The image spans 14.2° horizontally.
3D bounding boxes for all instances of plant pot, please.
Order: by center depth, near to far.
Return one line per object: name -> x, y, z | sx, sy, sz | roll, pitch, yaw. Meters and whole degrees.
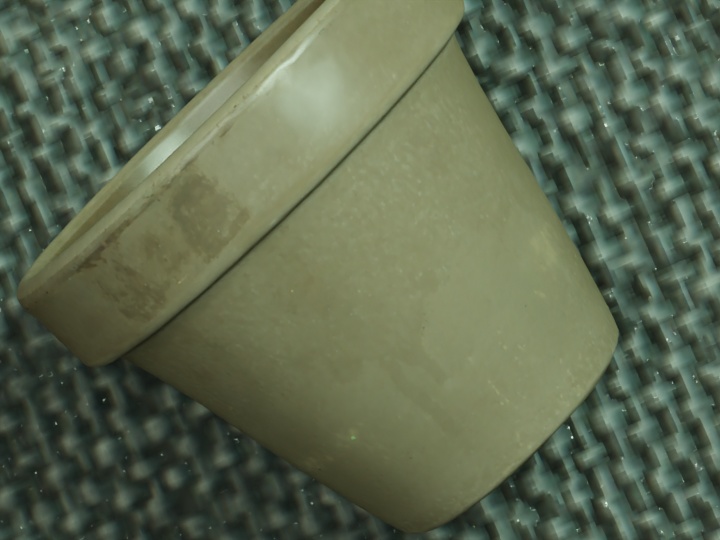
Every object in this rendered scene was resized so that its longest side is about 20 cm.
plant pot -> 0.000, 0.000, 1.078 | 0.200, 0.200, 0.175 | -43, 96, 7
